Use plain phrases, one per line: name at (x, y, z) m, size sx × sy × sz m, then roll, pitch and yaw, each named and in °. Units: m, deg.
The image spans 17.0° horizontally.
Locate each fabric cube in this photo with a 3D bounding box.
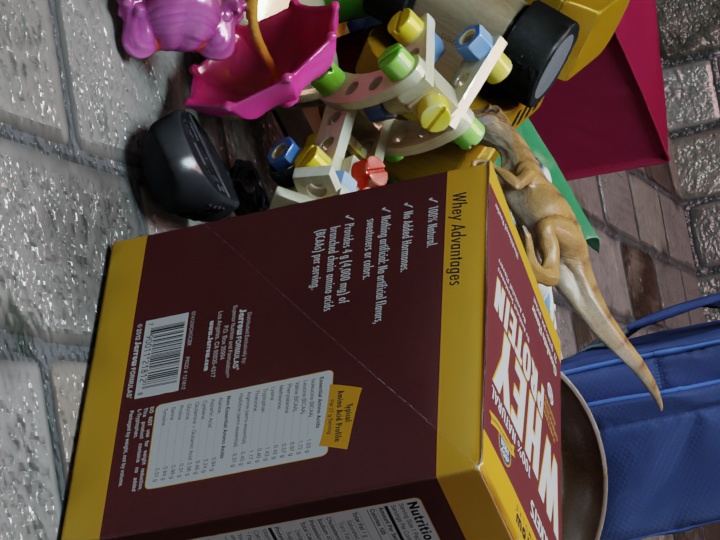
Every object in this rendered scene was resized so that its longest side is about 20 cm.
fabric cube at (0.117, -0.197, 1.850) m, size 0.196 × 0.199 × 0.201 m, roll 57°, pitch 28°, yaw -55°

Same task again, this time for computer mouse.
computer mouse at (-0.085, -0.048, 1.329) m, size 0.059 × 0.034 × 0.200 m, roll 64°, pitch 8°, yaw 10°

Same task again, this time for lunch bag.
lunch bag at (0.216, 0.086, 1.515) m, size 0.136 × 0.199 × 0.133 m, roll -19°, pitch 95°, yaw -70°

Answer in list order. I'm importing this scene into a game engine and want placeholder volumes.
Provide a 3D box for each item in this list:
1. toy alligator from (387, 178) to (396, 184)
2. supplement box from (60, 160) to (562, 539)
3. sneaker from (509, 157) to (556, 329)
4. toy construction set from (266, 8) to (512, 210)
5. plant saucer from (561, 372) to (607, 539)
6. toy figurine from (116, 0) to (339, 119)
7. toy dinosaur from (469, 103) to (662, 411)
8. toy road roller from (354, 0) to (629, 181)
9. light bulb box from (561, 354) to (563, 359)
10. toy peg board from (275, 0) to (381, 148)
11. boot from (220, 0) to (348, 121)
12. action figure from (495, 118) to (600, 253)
toy alligator at (0.030, -0.068, 1.683) m, size 0.054 × 0.059 × 0.202 m, roll -10°, pitch 104°, yaw -33°
supplement box at (-0.015, 0.079, 1.150) m, size 0.198 × 0.199 × 0.133 m, roll -86°, pitch 158°, yaw -45°
sneaker at (0.083, 0.014, 1.387) m, size 0.072 × 0.072 × 0.201 m, roll 42°, pitch 39°, yaw -24°
toy construction set at (0.001, -0.052, 1.294) m, size 0.092 × 0.131 × 0.200 m, roll 54°, pitch 38°, yaw -19°
plant saucer at (0.050, 0.134, 1.427) m, size 0.034 × 0.199 × 0.202 m, roll -156°, pitch -131°, yaw -69°
toy figurine at (-0.075, -0.173, 1.277) m, size 0.150 × 0.199 × 0.186 m, roll -156°, pitch -110°, yaw -64°
toy dinosaur at (0.107, -0.010, 1.321) m, size 0.106 × 0.060 × 0.201 m, roll -17°, pitch 76°, yaw -47°
toy road roller at (0.066, -0.130, 1.461) m, size 0.200 × 0.122 × 0.147 m, roll -41°, pitch 159°, yaw -60°
light bulb box at (0.062, 0.094, 1.564) m, size 0.200 × 0.124 × 0.200 m, roll -61°, pitch 137°, yaw -69°
toy peg board at (0.000, -0.172, 1.590) m, size 0.200 × 0.097 × 0.201 m, roll 63°, pitch 22°, yaw -45°
boot at (-0.038, -0.175, 1.430) m, size 0.200 × 0.072 × 0.157 m, roll -27°, pitch 103°, yaw -57°
action figure at (0.082, -0.099, 1.571) m, size 0.118 × 0.054 × 0.201 m, roll 19°, pitch 44°, yaw -60°
